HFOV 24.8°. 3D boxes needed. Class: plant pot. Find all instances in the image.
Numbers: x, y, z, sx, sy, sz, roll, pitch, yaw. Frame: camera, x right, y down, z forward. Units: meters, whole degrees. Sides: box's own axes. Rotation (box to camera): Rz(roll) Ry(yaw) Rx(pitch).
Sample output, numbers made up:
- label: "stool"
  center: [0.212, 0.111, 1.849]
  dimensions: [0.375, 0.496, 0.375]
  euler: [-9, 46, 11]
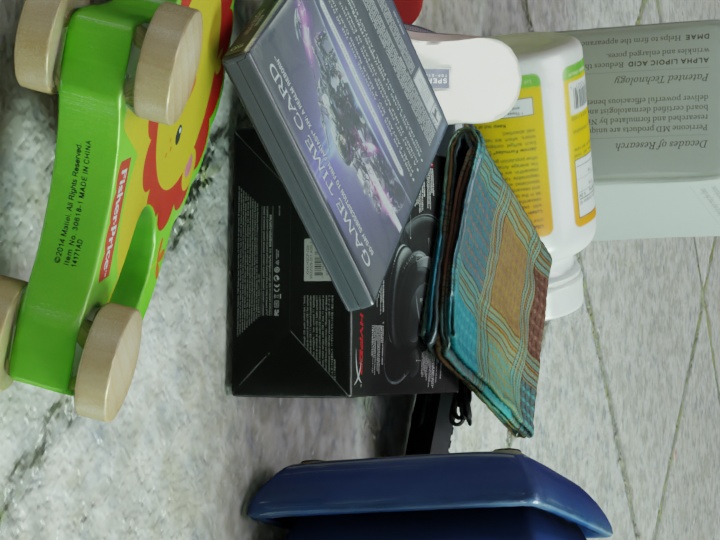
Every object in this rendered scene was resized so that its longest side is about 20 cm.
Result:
- label: "plant pot"
  center: [0.047, 0.203, 0.934]
  dimensions: [0.200, 0.199, 0.181]
  euler: [34, 52, -63]

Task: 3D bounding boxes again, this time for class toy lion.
- label: "toy lion"
  center: [-0.098, -0.055, 0.716]
  dimensions: [0.192, 0.068, 0.201]
  euler: [-56, 159, -76]

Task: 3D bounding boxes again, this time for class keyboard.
- label: "keyboard"
  center: [0.059, 0.082, 1.106]
  dimensions: [0.127, 0.021, 0.201]
  euler: [122, -18, -61]

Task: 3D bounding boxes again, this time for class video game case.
- label: "video game case"
  center: [-0.006, -0.091, 0.850]
  dimensions: [0.143, 0.019, 0.200]
  euler: [63, 26, -23]

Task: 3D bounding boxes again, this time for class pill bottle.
- label: "pill bottle"
  center: [0.117, -0.069, 1.216]
  dimensions: [0.111, 0.111, 0.201]
  euler: [-41, 127, -62]

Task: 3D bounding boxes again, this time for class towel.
- label: "towel"
  center: [0.088, 0.013, 1.055]
  dimensions: [0.200, 0.022, 0.147]
  euler: [46, 48, -59]

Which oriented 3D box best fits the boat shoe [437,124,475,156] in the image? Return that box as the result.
- label: "boat shoe"
  center: [0.053, -0.023, 1.111]
  dimensions: [0.091, 0.071, 0.201]
  euler: [23, 69, -69]

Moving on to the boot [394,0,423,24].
- label: "boot"
  center: [0.038, -0.198, 0.981]
  dimensions: [0.200, 0.144, 0.073]
  euler: [35, 55, -65]

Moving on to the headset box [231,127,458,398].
- label: "headset box"
  center: [0.000, 0.000, 0.969]
  dimensions: [0.200, 0.077, 0.150]
  euler: [7, 83, -69]

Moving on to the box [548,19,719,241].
- label: "box"
  center: [0.221, -0.109, 1.357]
  dimensions: [0.199, 0.199, 0.131]
  euler: [28, 63, -66]

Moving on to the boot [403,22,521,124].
- label: "boot"
  center: [-0.003, -0.118, 0.989]
  dimensions: [0.199, 0.090, 0.073]
  euler: [3, 95, -40]
